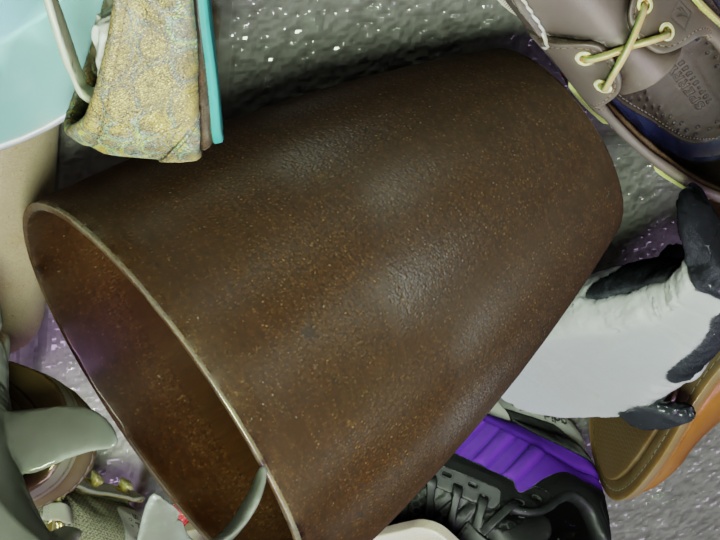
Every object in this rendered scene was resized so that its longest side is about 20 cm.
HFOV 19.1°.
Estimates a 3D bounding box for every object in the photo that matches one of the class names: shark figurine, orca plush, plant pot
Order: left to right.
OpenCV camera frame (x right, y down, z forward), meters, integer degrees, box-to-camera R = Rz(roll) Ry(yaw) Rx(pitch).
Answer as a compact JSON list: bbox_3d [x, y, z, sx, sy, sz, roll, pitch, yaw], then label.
[{"bbox_3d":[-0.135,0.083,0.766,0.089,0.214,0.128,24,96,-43],"label":"shark figurine"},{"bbox_3d":[0.000,0.000,0.855,0.200,0.187,0.187,-35,140,-19],"label":"plant pot"},{"bbox_3d":[0.123,0.006,0.958,0.105,0.071,0.200,27,152,4],"label":"orca plush"}]

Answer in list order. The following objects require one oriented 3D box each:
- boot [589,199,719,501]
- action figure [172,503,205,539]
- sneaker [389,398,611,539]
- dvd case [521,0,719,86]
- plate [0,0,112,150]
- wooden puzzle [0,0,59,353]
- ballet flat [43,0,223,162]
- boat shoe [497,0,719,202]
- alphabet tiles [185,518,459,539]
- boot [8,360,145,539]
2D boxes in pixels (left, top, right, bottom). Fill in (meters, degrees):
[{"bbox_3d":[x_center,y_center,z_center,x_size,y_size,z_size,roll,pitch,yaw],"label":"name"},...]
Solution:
[{"bbox_3d":[0.208,0.040,1.038,0.155,0.074,0.200,2,135,-27],"label":"boot"},{"bbox_3d":[-0.066,0.146,0.965,0.065,0.099,0.200,28,128,10],"label":"action figure"},{"bbox_3d":[0.043,0.103,1.016,0.200,0.100,0.070,13,125,-31],"label":"sneaker"},{"bbox_3d":[0.102,-0.165,0.828,0.146,0.022,0.200,-32,135,13],"label":"dvd case"},{"bbox_3d":[-0.152,-0.133,0.735,0.200,0.026,0.200,-9,116,-18],"label":"plate"},{"bbox_3d":[-0.217,-0.036,0.828,0.200,0.046,0.185,-7,136,-20],"label":"wooden puzzle"},{"bbox_3d":[-0.079,-0.129,0.717,0.071,0.071,0.200,-6,116,-15],"label":"ballet flat"},{"bbox_3d":[0.109,-0.092,0.845,0.072,0.060,0.200,-34,136,16],"label":"boat shoe"},{"bbox_3d":[0.002,0.179,1.054,0.196,0.015,0.200,-19,125,42],"label":"alphabet tiles"},{"bbox_3d":[-0.144,0.101,0.935,0.200,0.072,0.155,-18,147,41],"label":"boot"}]
